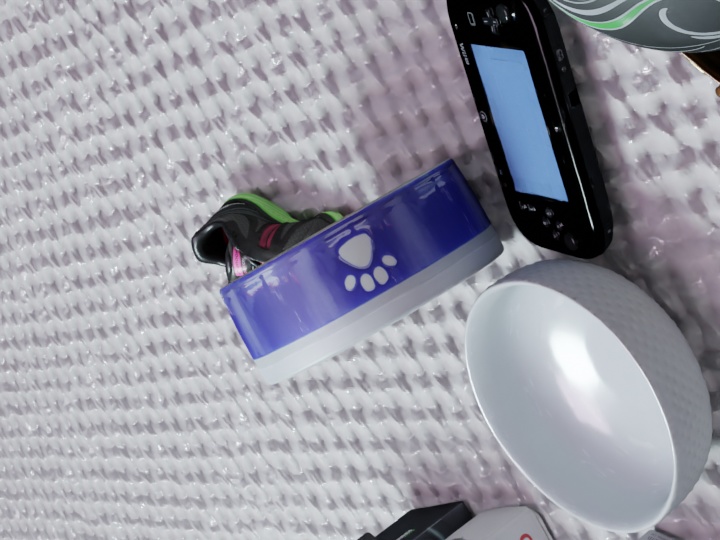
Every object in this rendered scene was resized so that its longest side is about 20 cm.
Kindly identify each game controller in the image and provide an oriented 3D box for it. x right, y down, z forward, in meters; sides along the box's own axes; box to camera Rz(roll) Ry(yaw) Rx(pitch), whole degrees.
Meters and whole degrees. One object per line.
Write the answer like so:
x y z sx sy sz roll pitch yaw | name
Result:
0.113 -0.103 1.291 0.104 0.042 0.202 9 124 51 | game controller

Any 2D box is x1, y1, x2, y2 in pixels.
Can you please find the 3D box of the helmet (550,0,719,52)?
0.159 -0.209 0.991 0.190 0.199 0.202 20 133 57 | helmet

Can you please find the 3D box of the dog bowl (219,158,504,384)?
0.000 0.000 1.387 0.079 0.199 0.200 60 149 -2 | dog bowl

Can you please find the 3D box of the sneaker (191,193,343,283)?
-0.066 -0.009 1.583 0.199 0.084 0.077 12 128 50 | sneaker

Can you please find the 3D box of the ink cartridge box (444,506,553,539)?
0.083 0.305 1.546 0.148 0.199 0.083 61 152 -6 | ink cartridge box

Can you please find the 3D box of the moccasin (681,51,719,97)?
0.225 -0.120 1.084 0.202 0.077 0.074 48 148 15 | moccasin

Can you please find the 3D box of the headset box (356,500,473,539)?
0.047 0.317 1.628 0.201 0.174 0.093 60 149 -6 | headset box

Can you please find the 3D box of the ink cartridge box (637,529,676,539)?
0.199 0.286 1.365 0.136 0.199 0.077 18 132 46 | ink cartridge box

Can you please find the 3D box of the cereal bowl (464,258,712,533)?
0.168 0.077 1.333 0.199 0.083 0.201 34 141 32 | cereal bowl
